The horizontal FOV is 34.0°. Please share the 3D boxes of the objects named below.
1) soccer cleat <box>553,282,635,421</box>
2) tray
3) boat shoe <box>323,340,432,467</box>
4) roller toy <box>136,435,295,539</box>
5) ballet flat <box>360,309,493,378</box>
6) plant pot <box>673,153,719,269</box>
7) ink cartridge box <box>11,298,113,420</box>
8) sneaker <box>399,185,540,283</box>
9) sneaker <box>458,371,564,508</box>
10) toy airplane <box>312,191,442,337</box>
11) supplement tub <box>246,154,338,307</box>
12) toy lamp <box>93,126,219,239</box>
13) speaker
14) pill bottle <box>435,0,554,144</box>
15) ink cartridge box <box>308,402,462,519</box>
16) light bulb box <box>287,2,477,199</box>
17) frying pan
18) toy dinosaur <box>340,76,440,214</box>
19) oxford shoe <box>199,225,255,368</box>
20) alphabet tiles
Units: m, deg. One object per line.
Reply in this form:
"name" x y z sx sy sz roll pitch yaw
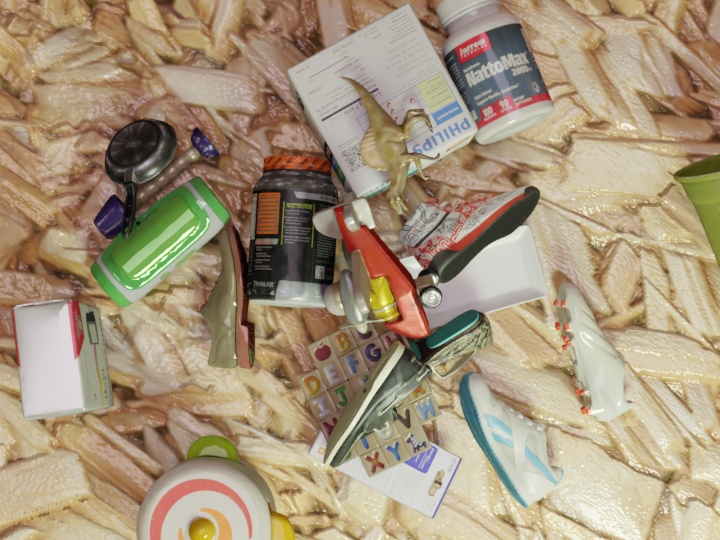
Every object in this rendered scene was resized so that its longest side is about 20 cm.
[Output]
"soccer cleat" 0.326 0.110 1.647 0.077 0.069 0.202 -16 93 -6
"tray" 0.158 0.012 1.674 0.198 0.022 0.109 -15 85 -1
"boat shoe" 0.018 0.192 1.579 0.067 0.072 0.201 33 104 -11
"roller toy" -0.204 0.346 1.590 0.182 0.140 0.200 -41 87 -2
"ballet flat" 0.095 0.124 1.645 0.198 0.068 0.076 -23 117 5
"plant pot" 0.548 -0.069 1.607 0.198 0.200 0.186 -17 97 -1
"ink cartridge box" -0.397 0.120 1.579 0.085 0.200 0.150 -9 86 -1
"sneaker" 0.149 -0.079 1.652 0.201 0.067 0.108 -38 60 -13
"sneaker" 0.205 0.224 1.637 0.080 0.076 0.201 -31 92 -11
"toy airplane" 0.000 0.000 1.556 0.141 0.200 0.200 -38 63 15
"supplement tub" -0.093 -0.052 1.630 0.121 0.123 0.203 4 86 1
"toy lamp" -0.293 -0.121 1.669 0.200 0.058 0.058 -42 86 -3
"speaker" -0.280 -0.040 1.649 0.200 0.088 0.089 -40 86 -3
"pill bottle" 0.182 -0.291 1.649 0.118 0.120 0.202 -22 85 -1
"ink cartridge box" 0.034 0.259 1.649 0.198 0.037 0.095 27 86 5
"light bulb box" 0.029 -0.226 1.641 0.197 0.125 0.201 -29 87 -2
"frying pan" -0.329 -0.140 1.647 0.114 0.031 0.191 13 63 29
"toy dinosaur" 0.043 -0.179 1.547 0.100 0.058 0.202 -19 87 1
"oxford shoe" -0.192 0.038 1.651 0.074 0.070 0.203 -4 84 6
"alphabet tiles" 0.011 0.173 1.617 0.165 0.006 0.202 -27 85 13
